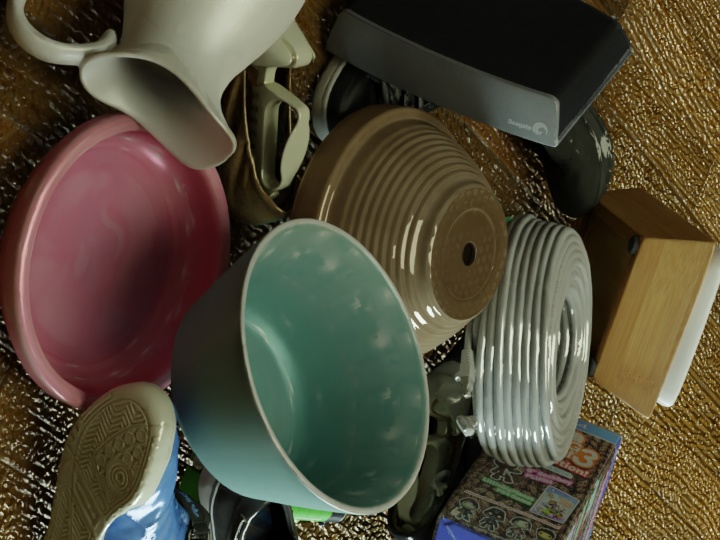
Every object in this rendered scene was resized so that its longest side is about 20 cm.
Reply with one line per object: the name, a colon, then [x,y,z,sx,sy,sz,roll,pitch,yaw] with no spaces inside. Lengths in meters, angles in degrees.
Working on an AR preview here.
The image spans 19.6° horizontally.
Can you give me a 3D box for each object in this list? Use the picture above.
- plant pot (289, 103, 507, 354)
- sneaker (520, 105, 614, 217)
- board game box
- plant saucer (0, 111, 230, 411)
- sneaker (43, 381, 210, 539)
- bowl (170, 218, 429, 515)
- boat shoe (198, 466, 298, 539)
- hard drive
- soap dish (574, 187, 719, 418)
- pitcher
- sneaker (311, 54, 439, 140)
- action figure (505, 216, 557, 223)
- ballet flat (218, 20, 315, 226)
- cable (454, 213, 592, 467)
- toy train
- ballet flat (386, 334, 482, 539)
plant pot: [0.042,-0.018,1.525,0.200,0.092,0.202,-17,112,-49]
sneaker: [0.157,-0.133,1.776,0.091,0.076,0.201,-28,118,-32]
board game box: [0.125,0.228,1.722,0.200,0.097,0.160,-47,155,-56]
plant saucer: [-0.170,-0.008,1.390,0.200,0.051,0.202,-17,112,-49]
sneaker: [-0.145,0.151,1.410,0.111,0.077,0.201,-14,132,-49]
bowl: [-0.053,0.074,1.407,0.201,0.105,0.202,27,54,-46]
boat shoe: [-0.070,0.206,1.525,0.070,0.066,0.200,-29,143,-23]
hard drive: [0.088,-0.175,1.553,0.135,0.199,0.042,-49,153,-34]
soap dish: [0.230,0.020,1.799,0.081,0.200,0.158,16,102,-15]
pitcher: [-0.123,-0.190,1.355,0.171,0.121,0.201,29,61,-12]
sneaker: [0.060,-0.152,1.597,0.200,0.112,0.073,-38,127,-40]
action figure: [0.097,-0.004,1.740,0.200,0.055,0.119,18,88,-49]
ballet flat: [-0.066,-0.127,1.472,0.068,0.072,0.201,-15,111,-48]
cable: [0.137,0.056,1.653,0.200,0.069,0.201,50,47,-66]
toy train: [-0.064,0.164,1.585,0.200,0.042,0.057,15,98,-53]
ballet flat: [0.067,0.137,1.725,0.073,0.073,0.201,21,86,-53]
